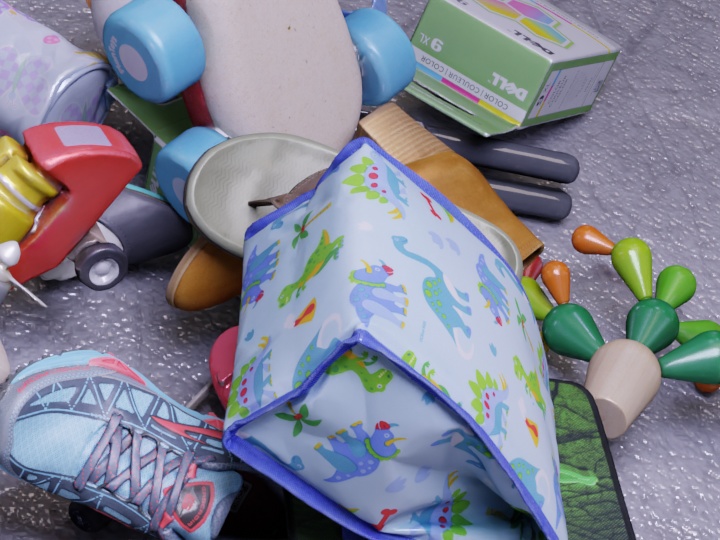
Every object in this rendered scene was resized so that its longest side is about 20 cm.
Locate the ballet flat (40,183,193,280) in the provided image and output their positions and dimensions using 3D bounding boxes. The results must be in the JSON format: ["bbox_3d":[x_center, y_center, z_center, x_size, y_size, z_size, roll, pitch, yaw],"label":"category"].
[{"bbox_3d":[-0.207,-0.029,1.160,0.200,0.073,0.073,17,42,-2],"label":"ballet flat"}]

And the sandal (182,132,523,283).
[{"bbox_3d":[0.000,-0.031,1.060,0.201,0.057,0.080,16,77,-3],"label":"sandal"}]

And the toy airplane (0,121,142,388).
[{"bbox_3d":[-0.244,-0.019,1.042,0.200,0.141,0.199,5,50,24],"label":"toy airplane"}]

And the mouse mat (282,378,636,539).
[{"bbox_3d":[0.052,0.110,1.027,0.200,0.008,0.161,5,41,-15],"label":"mouse mat"}]

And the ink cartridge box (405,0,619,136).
[{"bbox_3d":[0.101,-0.155,1.345,0.104,0.059,0.200,33,23,19],"label":"ink cartridge box"}]

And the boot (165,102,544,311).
[{"bbox_3d":[0.000,0.000,1.109,0.201,0.071,0.144,-37,73,-17],"label":"boot"}]

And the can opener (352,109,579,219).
[{"bbox_3d":[0.057,-0.073,1.293,0.200,0.053,0.067,10,7,-9],"label":"can opener"}]

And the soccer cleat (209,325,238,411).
[{"bbox_3d":[-0.010,0.105,1.084,0.200,0.076,0.067,34,71,22],"label":"soccer cleat"}]

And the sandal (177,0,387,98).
[{"bbox_3d":[-0.054,-0.170,1.347,0.200,0.087,0.079,-21,56,-33],"label":"sandal"}]

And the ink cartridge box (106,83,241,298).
[{"bbox_3d":[-0.074,-0.056,1.236,0.104,0.059,0.200,-26,58,-37],"label":"ink cartridge box"}]

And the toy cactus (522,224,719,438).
[{"bbox_3d":[0.173,0.052,1.180,0.200,0.102,0.165,21,38,14],"label":"toy cactus"}]

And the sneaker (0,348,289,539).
[{"bbox_3d":[-0.102,0.102,0.979,0.200,0.079,0.096,22,4,-35],"label":"sneaker"}]

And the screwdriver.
[{"bbox_3d":[-0.109,0.084,1.097,0.029,0.028,0.200,47,45,-10],"label":"screwdriver"}]

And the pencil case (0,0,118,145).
[{"bbox_3d":[-0.259,-0.151,1.253,0.200,0.083,0.091,31,68,16],"label":"pencil case"}]

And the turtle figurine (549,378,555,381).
[{"bbox_3d":[0.032,0.056,1.153,0.200,0.064,0.161,-37,66,-23],"label":"turtle figurine"}]

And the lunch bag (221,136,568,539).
[{"bbox_3d":[0.032,0.060,0.980,0.200,0.127,0.170,36,33,-26],"label":"lunch bag"}]

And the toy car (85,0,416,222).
[{"bbox_3d":[-0.104,-0.149,1.198,0.184,0.177,0.200,-39,36,-29],"label":"toy car"}]
